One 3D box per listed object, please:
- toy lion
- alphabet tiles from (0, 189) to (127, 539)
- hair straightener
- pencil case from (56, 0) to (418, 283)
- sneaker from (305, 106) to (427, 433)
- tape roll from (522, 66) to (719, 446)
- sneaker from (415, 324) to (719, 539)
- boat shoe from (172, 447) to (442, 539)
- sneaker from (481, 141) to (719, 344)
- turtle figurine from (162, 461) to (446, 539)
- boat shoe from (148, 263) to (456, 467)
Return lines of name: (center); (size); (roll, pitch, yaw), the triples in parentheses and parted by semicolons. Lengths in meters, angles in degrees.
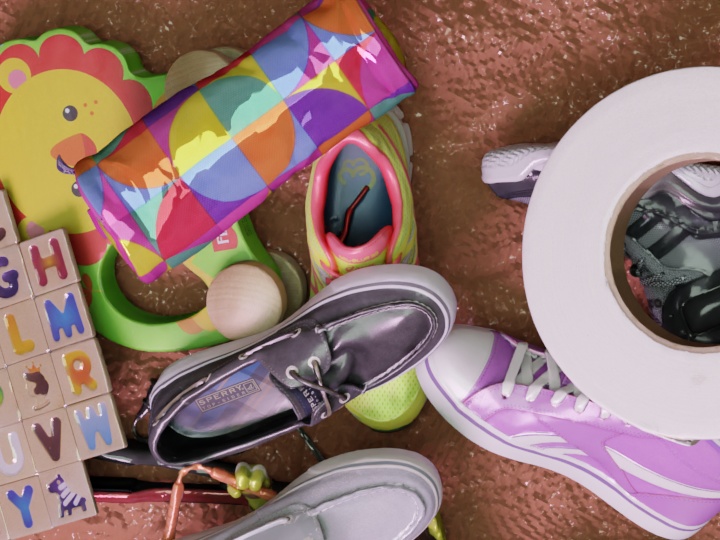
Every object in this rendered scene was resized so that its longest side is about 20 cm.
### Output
toy lion: (-0.144, -0.048, 1.367); (0.191, 0.069, 0.201); (-10, 97, 15)
alphabet tiles: (-0.224, 0.061, 1.378); (0.166, 0.006, 0.201); (-18, 87, 28)
hair straightener: (-0.116, 0.105, 1.390); (0.199, 0.041, 0.077); (4, 99, 6)
pencil case: (-0.067, -0.077, 1.268); (0.200, 0.088, 0.089); (-34, 93, 1)
sneaker: (0.000, 0.000, 1.337); (0.078, 0.090, 0.201); (-8, 98, 6)
tape roll: (0.187, -0.008, 1.242); (0.202, 0.037, 0.204); (1, 92, 19)
sneaker: (0.137, 0.067, 1.317); (0.200, 0.073, 0.114); (26, 141, -6)
boat shoe: (-0.044, 0.167, 1.288); (0.200, 0.072, 0.070); (-24, 115, 7)
sneaker: (0.162, -0.010, 1.323); (0.199, 0.075, 0.114); (9, 96, 3)
turtle figurine: (-0.028, 0.174, 1.375); (0.161, 0.064, 0.201); (-11, 123, 2)
boat shoe: (-0.037, 0.060, 1.299); (0.199, 0.066, 0.070); (-20, 119, 20)
